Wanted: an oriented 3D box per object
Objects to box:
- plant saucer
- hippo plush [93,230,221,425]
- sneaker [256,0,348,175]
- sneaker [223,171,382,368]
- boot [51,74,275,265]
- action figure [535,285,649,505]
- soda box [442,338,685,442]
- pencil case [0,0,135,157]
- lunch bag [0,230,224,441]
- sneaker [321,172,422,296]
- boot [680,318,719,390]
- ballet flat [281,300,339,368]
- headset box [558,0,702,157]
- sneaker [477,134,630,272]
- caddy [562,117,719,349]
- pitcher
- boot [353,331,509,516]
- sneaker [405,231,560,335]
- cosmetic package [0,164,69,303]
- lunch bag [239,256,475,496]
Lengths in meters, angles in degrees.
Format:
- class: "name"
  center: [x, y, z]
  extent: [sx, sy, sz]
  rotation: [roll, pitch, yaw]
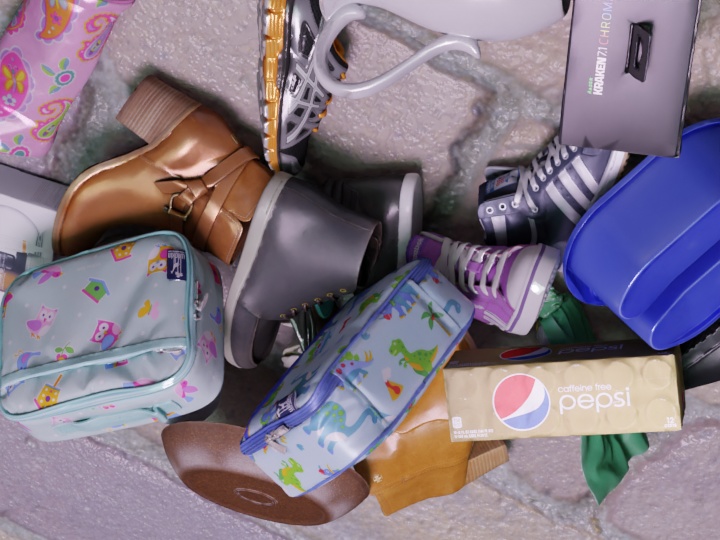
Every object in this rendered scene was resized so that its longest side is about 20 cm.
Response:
- class: "plant saucer"
  center: [-0.092, 0.192, 1.585]
  extent: [0.199, 0.037, 0.201]
  rotation: [14, 157, 6]
- class: "hippo plush"
  center: [-0.183, 0.065, 1.610]
  extent: [0.199, 0.160, 0.161]
  rotation: [7, 155, 26]
- class: "sneaker"
  center: [-0.048, -0.162, 1.454]
  extent: [0.077, 0.078, 0.201]
  rotation: [-3, 131, -10]
- class: "sneaker"
  center: [-0.053, 0.021, 1.496]
  extent: [0.106, 0.075, 0.201]
  rotation: [25, 127, 11]
- class: "boot"
  center: [-0.172, -0.054, 1.534]
  extent: [0.155, 0.077, 0.200]
  rotation: [38, 107, 3]
- class: "action figure"
  center: [0.194, 0.095, 1.555]
  extent: [0.054, 0.118, 0.201]
  rotation: [-11, 111, 32]
- class: "soda box"
  center: [0.175, 0.101, 1.481]
  extent: [0.199, 0.064, 0.068]
  rotation: [-5, 101, 14]
- class: "pencil case"
  center: [-0.264, -0.185, 1.482]
  extent: [0.087, 0.088, 0.200]
  rotation: [31, 124, -8]
- class: "lunch bag"
  center: [-0.211, 0.060, 1.474]
  extent: [0.199, 0.161, 0.077]
  rotation: [-15, 145, 18]
- class: "sneaker"
  center: [0.000, 0.000, 1.549]
  extent: [0.099, 0.071, 0.201]
  rotation: [8, 119, 11]
- class: "boot"
  center: [0.354, 0.089, 1.525]
  extent: [0.198, 0.074, 0.162]
  rotation: [-36, 112, 29]
- class: "ballet flat"
  center: [-0.045, 0.050, 1.596]
  extent: [0.068, 0.068, 0.201]
  rotation: [-10, 109, 29]
- class: "headset box"
  center: [0.206, -0.203, 1.291]
  extent: [0.092, 0.200, 0.175]
  rotation: [7, 123, 8]
- class: "sneaker"
  center: [0.161, -0.087, 1.453]
  extent: [0.108, 0.070, 0.201]
  rotation: [15, 127, 1]
- class: "caddy"
  center: [0.259, -0.034, 1.420]
  extent: [0.200, 0.105, 0.141]
  rotation: [-41, 140, 8]
- class: "pitcher"
  center: [0.061, -0.216, 1.347]
  extent: [0.199, 0.121, 0.173]
  rotation: [4, 88, 14]
- class: "boot"
  center: [0.052, 0.136, 1.593]
  extent: [0.143, 0.071, 0.202]
  rotation: [-22, 126, -6]
- class: "sneaker"
  center: [0.094, 0.004, 1.459]
  extent: [0.114, 0.073, 0.200]
  rotation: [23, 169, -7]
- class: "cosmetic package"
  center: [-0.358, -0.007, 1.634]
  extent: [0.150, 0.052, 0.201]
  rotation: [18, 124, 4]
- class: "lunch bag"
  center: [-0.006, 0.089, 1.431]
  extent: [0.082, 0.200, 0.161]
  rotation: [44, 148, -6]
